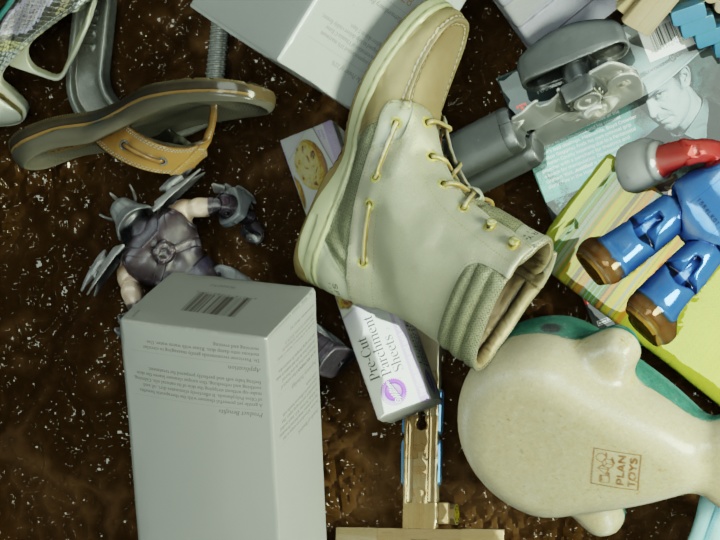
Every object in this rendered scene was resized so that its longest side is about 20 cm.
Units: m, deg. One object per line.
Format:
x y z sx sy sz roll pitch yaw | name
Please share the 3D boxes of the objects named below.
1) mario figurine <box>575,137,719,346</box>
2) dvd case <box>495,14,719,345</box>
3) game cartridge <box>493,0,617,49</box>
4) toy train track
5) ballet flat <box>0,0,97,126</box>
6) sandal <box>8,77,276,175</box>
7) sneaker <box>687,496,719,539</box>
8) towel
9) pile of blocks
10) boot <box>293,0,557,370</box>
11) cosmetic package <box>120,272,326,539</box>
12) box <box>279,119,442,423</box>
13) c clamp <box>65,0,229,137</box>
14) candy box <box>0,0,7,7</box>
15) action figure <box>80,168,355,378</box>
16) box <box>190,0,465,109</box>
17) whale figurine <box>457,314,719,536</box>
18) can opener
0.237 -0.042 1.498 0.200 0.106 0.124 -39 117 -2 | mario figurine
0.191 -0.061 1.552 0.145 0.022 0.201 -22 86 8 | dvd case
0.160 -0.239 1.511 0.200 0.038 0.130 -39 126 2 | game cartridge
0.043 0.140 1.567 0.114 0.033 0.201 -1 83 16 | toy train track
-0.238 -0.138 1.596 0.072 0.072 0.200 45 103 7 | ballet flat
-0.142 -0.085 1.550 0.199 0.082 0.055 -13 81 22 | sandal
0.190 0.229 1.525 0.082 0.074 0.200 38 86 15 | sneaker
0.212 0.018 1.529 0.200 0.018 0.086 39 98 7 | towel
0.206 -0.191 1.511 0.199 0.062 0.082 28 118 -29 | pile of blocks
0.059 -0.055 1.476 0.154 0.072 0.201 28 99 29 | boot
-0.086 0.113 1.515 0.107 0.085 0.201 7 115 20 | cosmetic package
0.000 0.000 1.558 0.041 0.039 0.201 -21 78 10 | box
-0.117 -0.179 1.598 0.170 0.027 0.201 12 91 10 | c clamp
-0.286 -0.226 1.611 0.200 0.055 0.115 -45 84 4 | candy box
-0.099 0.016 1.574 0.200 0.069 0.130 42 102 11 | action figure
0.006 -0.213 1.518 0.097 0.124 0.201 35 94 39 | box
0.164 0.094 1.502 0.199 0.104 0.160 10 124 16 | whale figurine
0.091 -0.096 1.540 0.199 0.053 0.067 -26 60 21 | can opener
